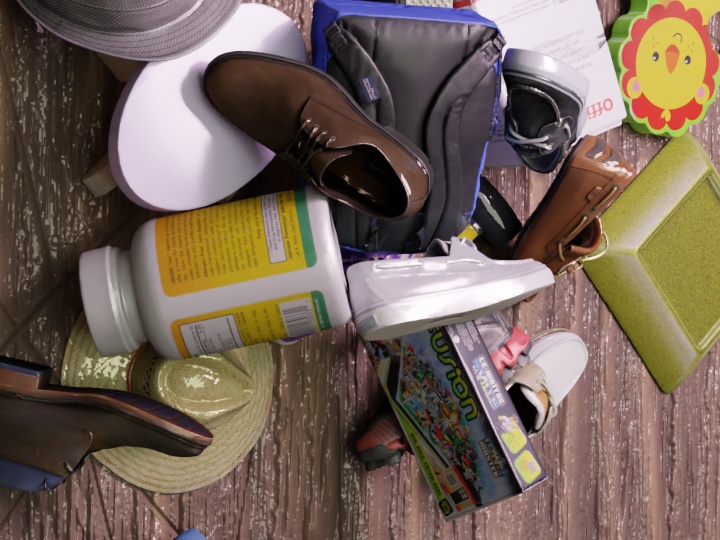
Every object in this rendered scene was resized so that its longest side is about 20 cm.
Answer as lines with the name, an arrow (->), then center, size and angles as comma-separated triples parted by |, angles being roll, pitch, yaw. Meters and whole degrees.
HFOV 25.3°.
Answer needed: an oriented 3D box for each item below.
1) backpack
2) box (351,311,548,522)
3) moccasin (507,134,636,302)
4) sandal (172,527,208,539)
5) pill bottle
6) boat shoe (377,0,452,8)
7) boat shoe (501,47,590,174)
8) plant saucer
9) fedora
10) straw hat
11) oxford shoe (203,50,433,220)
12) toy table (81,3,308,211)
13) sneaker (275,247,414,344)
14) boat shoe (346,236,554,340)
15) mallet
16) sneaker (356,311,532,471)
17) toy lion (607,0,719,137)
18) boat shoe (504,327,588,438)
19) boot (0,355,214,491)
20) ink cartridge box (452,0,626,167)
backpack -> 0.030, -0.122, 1.351 | 0.161, 0.168, 0.202 | 3, 106, -9
box -> 0.073, 0.105, 1.369 | 0.035, 0.110, 0.201 | -21, 83, -41
moccasin -> 0.194, -0.037, 1.481 | 0.077, 0.202, 0.074 | 34, 41, 6
sandal -> -0.151, 0.254, 1.328 | 0.199, 0.079, 0.088 | 25, 73, -38
pill bottle -> -0.113, 0.007, 1.253 | 0.198, 0.113, 0.114 | -12, 97, 1
boat shoe -> 0.046, -0.200, 1.457 | 0.074, 0.062, 0.202 | -5, 108, -24
boat shoe -> 0.157, -0.130, 1.373 | 0.072, 0.072, 0.200 | -68, 160, -7
plant saucer -> 0.338, -0.010, 1.647 | 0.200, 0.048, 0.201 | -45, 111, -24
fedora -> -0.187, -0.260, 1.235 | 0.199, 0.091, 0.177 | 32, 61, 19
straw hat -> -0.139, 0.094, 1.324 | 0.199, 0.085, 0.203 | 1, 89, -32
oxford shoe -> -0.035, -0.105, 1.226 | 0.199, 0.084, 0.073 | 29, 112, 0
toy table -> -0.143, -0.130, 1.305 | 0.199, 0.117, 0.185 | -36, 107, -27
sneaker -> 0.000, 0.000, 1.414 | 0.200, 0.083, 0.081 | -43, 112, -27
boat shoe -> 0.072, 0.007, 1.301 | 0.198, 0.072, 0.069 | -12, 79, -30
mallet -> 0.079, 0.003, 1.477 | 0.066, 0.041, 0.201 | 42, 64, -14
sneaker -> 0.061, 0.096, 1.461 | 0.200, 0.071, 0.098 | -39, 97, -18
toy lion -> 0.330, -0.235, 1.640 | 0.198, 0.068, 0.194 | -7, 100, -32
boat shoe -> 0.154, 0.127, 1.518 | 0.200, 0.068, 0.075 | -40, 110, -26
boot -> -0.217, 0.137, 1.253 | 0.198, 0.075, 0.098 | 16, 91, 8
ink cartridge box -> 0.152, -0.212, 1.509 | 0.143, 0.083, 0.202 | -24, 102, -30
